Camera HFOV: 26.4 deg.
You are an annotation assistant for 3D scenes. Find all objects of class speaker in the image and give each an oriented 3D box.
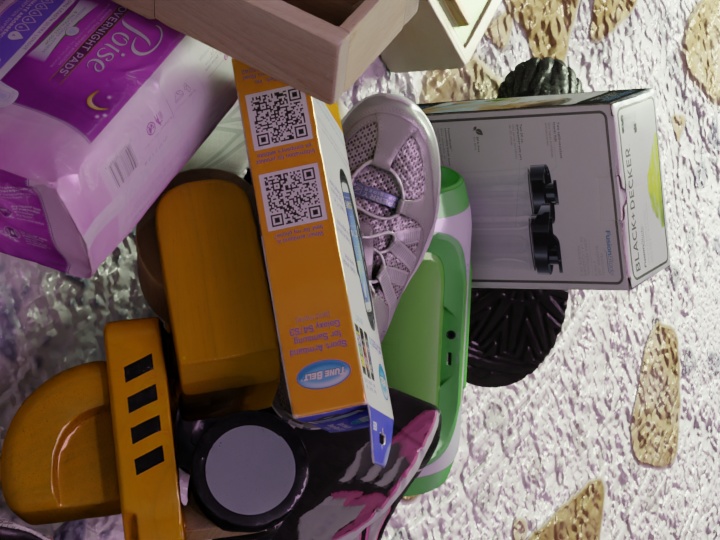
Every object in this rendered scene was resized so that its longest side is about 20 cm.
[{"bbox_3d":[0.024,0.036,0.966,0.088,0.088,0.201,-23,121,-50],"label":"speaker"}]

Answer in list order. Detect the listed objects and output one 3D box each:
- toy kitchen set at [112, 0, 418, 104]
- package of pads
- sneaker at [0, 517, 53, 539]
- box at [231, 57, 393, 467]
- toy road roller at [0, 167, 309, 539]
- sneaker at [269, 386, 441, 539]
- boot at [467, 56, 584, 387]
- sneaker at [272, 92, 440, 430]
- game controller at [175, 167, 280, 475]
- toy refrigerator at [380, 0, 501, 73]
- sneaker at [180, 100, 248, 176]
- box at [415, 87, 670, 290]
[{"bbox_3d":[-0.040,-0.226,0.682,0.163,0.180,0.200,-51,161,-35],"label":"toy kitchen set"},{"bbox_3d":[-0.130,-0.095,0.752,0.200,0.120,0.076,-56,153,-34],"label":"package of pads"},{"bbox_3d":[-0.165,0.167,0.752,0.200,0.082,0.078,35,64,-48],"label":"sneaker"},{"bbox_3d":[-0.020,0.000,0.764,0.119,0.041,0.201,52,29,-78],"label":"box"},{"bbox_3d":[-0.110,0.058,0.780,0.146,0.123,0.201,-6,76,-9],"label":"toy road roller"},{"bbox_3d":[-0.020,0.156,0.931,0.200,0.080,0.086,-51,150,0],"label":"sneaker"},{"bbox_3d":[0.117,-0.035,1.116,0.158,0.079,0.211,-82,-171,-62],"label":"boot"},{"bbox_3d":[0.000,0.000,0.862,0.082,0.075,0.200,-97,-159,-84],"label":"sneaker"},{"bbox_3d":[-0.063,0.033,0.926,0.104,0.042,0.200,55,49,-56],"label":"game controller"},{"bbox_3d":[0.018,-0.227,0.988,0.200,0.070,0.076,56,49,-37],"label":"toy refrigerator"},{"bbox_3d":[-0.073,-0.097,0.880,0.200,0.075,0.081,-32,126,-36],"label":"sneaker"},{"bbox_3d":[0.091,-0.050,0.981,0.060,0.200,0.117,-22,107,-51],"label":"box"}]
